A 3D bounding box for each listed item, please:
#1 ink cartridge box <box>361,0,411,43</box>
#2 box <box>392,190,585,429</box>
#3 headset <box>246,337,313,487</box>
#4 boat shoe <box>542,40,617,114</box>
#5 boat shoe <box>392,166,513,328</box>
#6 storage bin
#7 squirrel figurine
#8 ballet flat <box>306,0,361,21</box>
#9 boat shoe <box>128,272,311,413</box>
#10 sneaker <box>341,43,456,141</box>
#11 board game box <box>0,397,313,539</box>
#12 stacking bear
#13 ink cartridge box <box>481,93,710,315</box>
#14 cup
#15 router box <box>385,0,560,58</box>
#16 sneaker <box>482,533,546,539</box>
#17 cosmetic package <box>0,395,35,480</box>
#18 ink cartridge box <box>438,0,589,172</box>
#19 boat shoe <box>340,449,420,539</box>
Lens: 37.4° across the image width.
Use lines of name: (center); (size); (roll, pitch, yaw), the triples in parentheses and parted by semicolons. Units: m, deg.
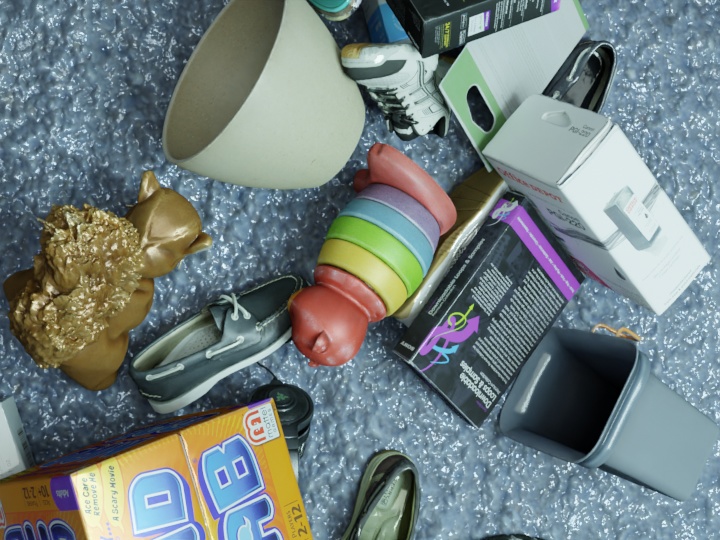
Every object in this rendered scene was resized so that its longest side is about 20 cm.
ink cartridge box: (0.048, -0.337, 1.106); (0.114, 0.067, 0.204); (-16, 89, -10)
box: (0.133, 0.042, 1.078); (0.201, 0.036, 0.143); (-53, 130, -10)
headset: (-0.069, 0.150, 1.037); (0.092, 0.124, 0.204); (-1, 63, -12)
boat shoe: (0.211, -0.157, 1.123); (0.072, 0.063, 0.202); (30, 83, -7)
boat shoe: (0.106, -0.020, 1.101); (0.069, 0.071, 0.201); (40, 81, -26)
storage bin: (0.253, 0.140, 1.056); (0.133, 0.200, 0.147); (31, 82, -17)
squirrel figurine: (-0.227, 0.002, 0.975); (0.186, 0.200, 0.142); (-39, 88, 0)
ballet flat: (-0.035, -0.301, 1.052); (0.071, 0.073, 0.201); (-27, 52, -9)
boat shoe: (-0.134, 0.061, 1.042); (0.199, 0.075, 0.061); (-39, 130, -11)
sneaker: (0.046, -0.172, 1.043); (0.074, 0.199, 0.090); (10, 96, 31)
board game box: (-0.177, 0.246, 0.933); (0.198, 0.198, 0.204); (-16, 89, -40)
stacking bear: (0.000, 0.000, 1.031); (0.113, 0.122, 0.202); (33, 71, -2)
ink cartridge box: (0.230, -0.066, 1.043); (0.085, 0.145, 0.200); (-46, 121, -4)
cup: (-0.078, -0.160, 1.028); (0.142, 0.199, 0.203); (29, 82, -30)
router box: (0.080, -0.305, 1.003); (0.147, 0.051, 0.202); (-21, 60, -12)
sneaker: (0.203, 0.329, 1.088); (0.196, 0.081, 0.085); (18, 90, -8)
cosmetic package: (-0.408, 0.203, 0.993); (0.197, 0.081, 0.115); (-21, 92, -11)
ink cartridge box: (0.146, -0.225, 1.079); (0.201, 0.048, 0.146); (-54, 139, -11)
boat shoe: (0.014, 0.282, 1.064); (0.070, 0.066, 0.205); (17, 84, -8)
